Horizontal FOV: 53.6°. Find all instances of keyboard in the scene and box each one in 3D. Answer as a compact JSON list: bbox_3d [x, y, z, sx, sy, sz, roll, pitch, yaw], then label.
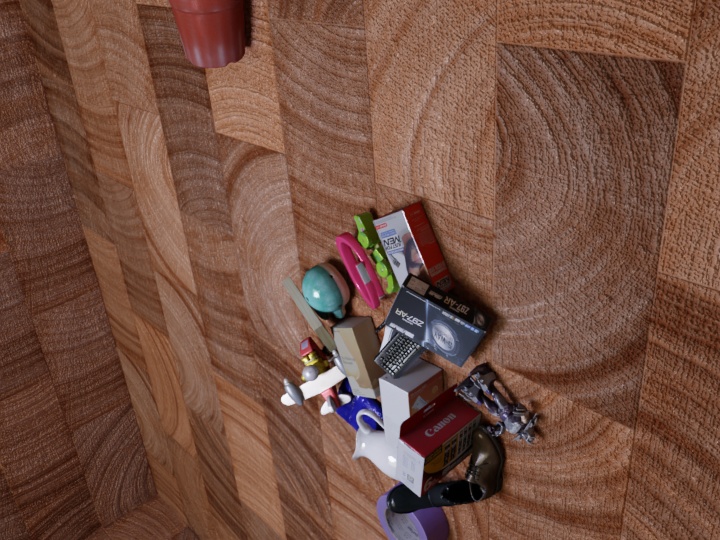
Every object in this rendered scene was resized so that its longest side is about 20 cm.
[{"bbox_3d":[0.099,0.143,1.631,0.127,0.021,0.200,42,109,8],"label":"keyboard"}]

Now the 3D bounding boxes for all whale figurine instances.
[{"bbox_3d":[-0.105,0.069,1.865,0.159,0.103,0.200,52,151,14],"label":"whale figurine"}]

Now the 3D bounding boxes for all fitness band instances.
[{"bbox_3d":[0.000,0.000,1.695,0.144,0.037,0.201,44,160,60],"label":"fitness band"}]

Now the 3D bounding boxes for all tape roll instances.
[{"bbox_3d":[0.142,0.686,1.963,0.200,0.085,0.201,29,131,38],"label":"tape roll"}]

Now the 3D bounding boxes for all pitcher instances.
[{"bbox_3d":[0.077,0.449,1.840,0.199,0.121,0.172,15,128,29],"label":"pitcher"}]

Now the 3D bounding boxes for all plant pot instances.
[{"bbox_3d":[-0.360,-0.606,1.702,0.200,0.200,0.196,37,145,32],"label":"plant pot"}]

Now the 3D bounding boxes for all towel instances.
[{"bbox_3d":[0.008,0.407,1.985,0.200,0.049,0.148,36,137,33],"label":"towel"}]

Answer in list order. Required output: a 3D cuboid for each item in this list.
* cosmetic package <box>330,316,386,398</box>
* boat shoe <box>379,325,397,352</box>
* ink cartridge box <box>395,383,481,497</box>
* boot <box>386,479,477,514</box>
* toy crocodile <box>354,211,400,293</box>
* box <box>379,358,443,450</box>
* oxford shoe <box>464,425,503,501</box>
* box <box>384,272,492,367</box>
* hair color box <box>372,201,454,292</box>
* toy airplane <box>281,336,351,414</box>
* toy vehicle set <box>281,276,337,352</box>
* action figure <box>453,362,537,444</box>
[{"bbox_3d":[0.004,0.224,1.855,0.105,0.071,0.201,-6,107,53],"label":"cosmetic package"},{"bbox_3d":[0.094,0.162,1.702,0.068,0.072,0.201,30,128,20],"label":"boat shoe"},{"bbox_3d":[0.178,0.381,1.621,0.084,0.199,0.176,31,135,36],"label":"ink cartridge box"},{"bbox_3d":[0.180,0.551,1.743,0.162,0.197,0.074,140,127,-64],"label":"boot"},{"bbox_3d":[0.044,-0.043,1.637,0.201,0.067,0.062,59,145,5],"label":"toy crocodile"},{"bbox_3d":[0.128,0.330,1.720,0.097,0.124,0.201,21,128,43],"label":"box"},{"bbox_3d":[0.280,0.450,1.639,0.072,0.084,0.201,17,123,47],"label":"oxford shoe"},{"bbox_3d":[0.162,0.108,1.530,0.199,0.044,0.161,29,143,6],"label":"box"},{"bbox_3d":[0.115,-0.037,1.556,0.111,0.064,0.201,-16,100,53],"label":"hair color box"},{"bbox_3d":[-0.112,0.298,1.950,0.198,0.141,0.201,17,84,26],"label":"toy airplane"},{"bbox_3d":[-0.136,0.116,1.903,0.200,0.026,0.124,52,175,39],"label":"toy vehicle set"},{"bbox_3d":[0.301,0.300,1.532,0.200,0.069,0.130,45,136,19],"label":"action figure"}]
